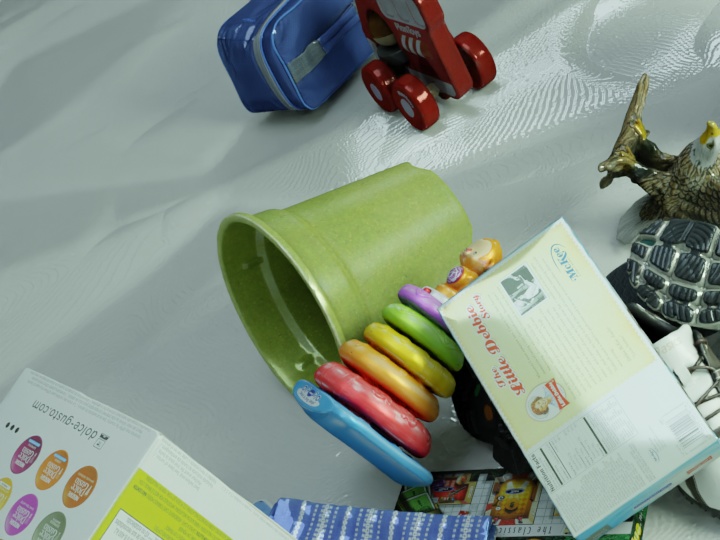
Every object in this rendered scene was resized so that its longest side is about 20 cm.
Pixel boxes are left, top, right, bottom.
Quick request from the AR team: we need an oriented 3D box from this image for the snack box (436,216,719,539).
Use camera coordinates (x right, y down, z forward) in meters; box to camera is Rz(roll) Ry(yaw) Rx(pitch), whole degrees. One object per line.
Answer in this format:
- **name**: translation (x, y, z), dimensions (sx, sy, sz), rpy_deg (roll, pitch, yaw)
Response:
- **snack box**: translation (0.149, 0.073, 0.872), dimensions (0.116, 0.037, 0.201), rpy_deg (-36, 59, 10)

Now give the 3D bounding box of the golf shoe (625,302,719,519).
- **golf shoe**: translation (0.232, 0.096, 0.877), dimensions (0.077, 0.095, 0.200), rpy_deg (-32, 34, -7)

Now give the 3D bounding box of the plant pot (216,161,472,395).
- **plant pot**: translation (0.000, 0.000, 1.126), dimensions (0.183, 0.202, 0.200), rpy_deg (-31, 30, -25)

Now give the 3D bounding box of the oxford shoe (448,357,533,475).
- **oxford shoe**: translation (0.124, 0.099, 0.998), dimensions (0.083, 0.074, 0.200), rpy_deg (-10, 25, -17)

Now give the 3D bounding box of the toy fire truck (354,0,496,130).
- **toy fire truck**: translation (0.056, -0.271, 1.444), dimensions (0.112, 0.169, 0.200), rpy_deg (-36, 33, -11)

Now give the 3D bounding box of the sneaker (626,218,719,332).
- **sneaker**: translation (0.286, 0.025, 0.924), dimensions (0.199, 0.079, 0.078), rpy_deg (27, 86, 36)

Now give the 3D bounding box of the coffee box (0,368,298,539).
- **coffee box**: translation (-0.182, 0.223, 0.880), dimensions (0.199, 0.200, 0.199), rpy_deg (13, 64, 49)

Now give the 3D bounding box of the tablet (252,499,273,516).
- **tablet**: translation (-0.120, 0.274, 0.985), dimensions (0.199, 0.014, 0.130), rpy_deg (-40, 34, -17)

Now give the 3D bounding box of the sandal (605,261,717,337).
- **sandal**: translation (0.289, 0.010, 0.985), dimensions (0.198, 0.077, 0.043), rpy_deg (-14, -2, 22)

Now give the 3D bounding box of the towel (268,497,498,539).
- **towel**: translation (-0.007, 0.234, 0.907), dimensions (0.198, 0.024, 0.146), rpy_deg (-3, 48, 35)

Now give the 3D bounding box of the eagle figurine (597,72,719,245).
- **eagle figurine**: translation (0.304, -0.074, 1.052), dimensions (0.198, 0.151, 0.154), rpy_deg (20, 96, 15)

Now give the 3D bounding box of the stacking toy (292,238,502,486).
- **stacking toy**: translation (0.048, 0.055, 0.978), dimensions (0.201, 0.109, 0.116), rpy_deg (-54, 23, -6)

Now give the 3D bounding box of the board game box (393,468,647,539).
- **board game box**: translation (0.109, 0.189, 0.913), dimensions (0.198, 0.024, 0.105), rpy_deg (-9, 40, 30)

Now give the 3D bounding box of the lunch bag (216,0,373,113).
- **lunch bag**: translation (-0.069, -0.299, 1.612), dimensions (0.131, 0.137, 0.200), rpy_deg (7, 46, 42)
